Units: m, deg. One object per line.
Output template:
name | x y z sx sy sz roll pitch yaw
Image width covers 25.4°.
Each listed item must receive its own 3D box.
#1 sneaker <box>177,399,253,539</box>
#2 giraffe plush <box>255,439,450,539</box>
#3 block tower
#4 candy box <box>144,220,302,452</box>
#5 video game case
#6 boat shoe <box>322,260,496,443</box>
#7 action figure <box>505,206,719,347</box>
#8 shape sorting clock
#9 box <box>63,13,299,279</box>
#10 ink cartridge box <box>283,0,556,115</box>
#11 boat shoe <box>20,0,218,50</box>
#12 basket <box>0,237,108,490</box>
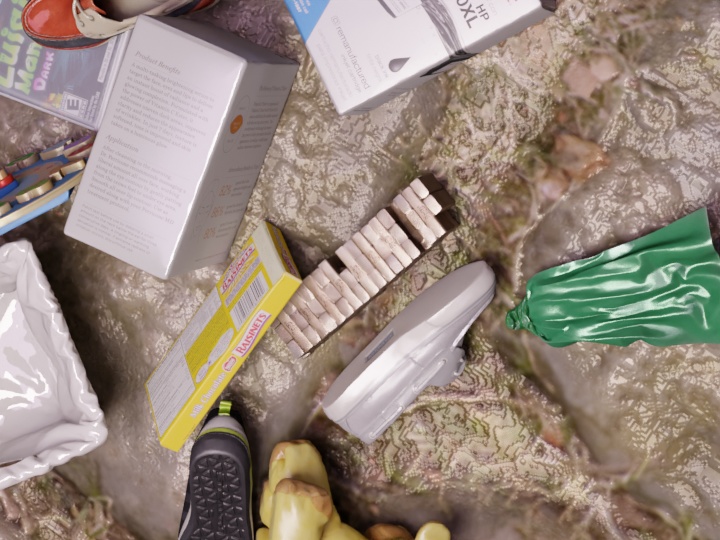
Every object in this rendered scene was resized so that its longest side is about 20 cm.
sneaker | -0.128 0.208 1.480 0.071 0.083 0.201 9 124 -5
giraffe plush | -0.007 0.261 1.411 0.161 0.201 0.173 7 132 -9
block tower | 0.000 0.000 1.421 0.200 0.058 0.054 -42 84 17
candy box | -0.127 0.059 1.445 0.026 0.102 0.200 29 107 -26
video game case | -0.290 -0.253 1.490 0.181 0.023 0.201 21 102 13
boat shoe | 0.055 0.077 1.413 0.068 0.072 0.200 42 100 -15
action figure | 0.215 0.022 1.365 0.199 0.055 0.119 -13 94 24
shape sorting clock | -0.313 -0.072 1.429 0.199 0.200 0.039 -24 110 17
box | -0.154 -0.110 1.401 0.106 0.152 0.201 24 102 12
ink cartridge box | 0.046 -0.241 1.364 0.199 0.084 0.145 -27 89 16
boat shoe | -0.221 -0.242 1.429 0.199 0.063 0.072 -9 96 17
basket | -0.351 0.099 1.449 0.197 0.161 0.201 -23 91 -8
